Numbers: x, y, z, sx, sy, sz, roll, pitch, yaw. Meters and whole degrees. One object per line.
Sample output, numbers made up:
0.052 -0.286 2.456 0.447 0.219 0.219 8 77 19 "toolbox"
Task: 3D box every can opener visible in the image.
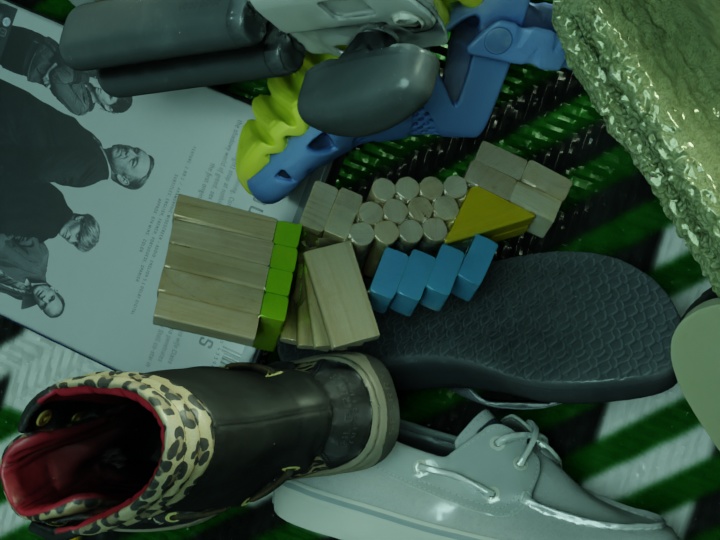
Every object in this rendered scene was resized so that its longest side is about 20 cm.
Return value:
-0.051 -0.090 0.816 0.199 0.053 0.067 -3 65 37 "can opener"

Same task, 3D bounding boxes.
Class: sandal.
0.059 0.032 0.876 0.199 0.043 0.076 1 51 28 "sandal"
0.029 -0.090 0.863 0.200 0.080 0.087 -36 114 14 "sandal"

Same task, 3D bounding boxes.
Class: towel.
0.171 -0.048 0.796 0.036 0.148 0.201 -41 77 45 "towel"

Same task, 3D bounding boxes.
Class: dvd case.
-0.121 -0.031 0.946 0.199 0.025 0.151 24 97 15 "dvd case"

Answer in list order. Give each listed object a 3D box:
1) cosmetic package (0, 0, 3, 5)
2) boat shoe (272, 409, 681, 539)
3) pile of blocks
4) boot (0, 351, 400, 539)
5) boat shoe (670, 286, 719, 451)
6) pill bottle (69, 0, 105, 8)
-0.292 -0.135 0.977 0.199 0.074 0.102 23 97 15 "cosmetic package"
0.055 0.099 0.872 0.199 0.072 0.069 10 96 27 "boat shoe"
0.000 0.000 0.858 0.198 0.062 0.083 -11 73 -12 "pile of blocks"
-0.099 0.082 0.838 0.199 0.150 0.074 -14 83 36 "boot"
0.198 0.094 0.819 0.073 0.063 0.202 -18 100 34 "boat shoe"
-0.052 -0.201 0.872 0.199 0.120 0.121 -17 85 17 "pill bottle"
